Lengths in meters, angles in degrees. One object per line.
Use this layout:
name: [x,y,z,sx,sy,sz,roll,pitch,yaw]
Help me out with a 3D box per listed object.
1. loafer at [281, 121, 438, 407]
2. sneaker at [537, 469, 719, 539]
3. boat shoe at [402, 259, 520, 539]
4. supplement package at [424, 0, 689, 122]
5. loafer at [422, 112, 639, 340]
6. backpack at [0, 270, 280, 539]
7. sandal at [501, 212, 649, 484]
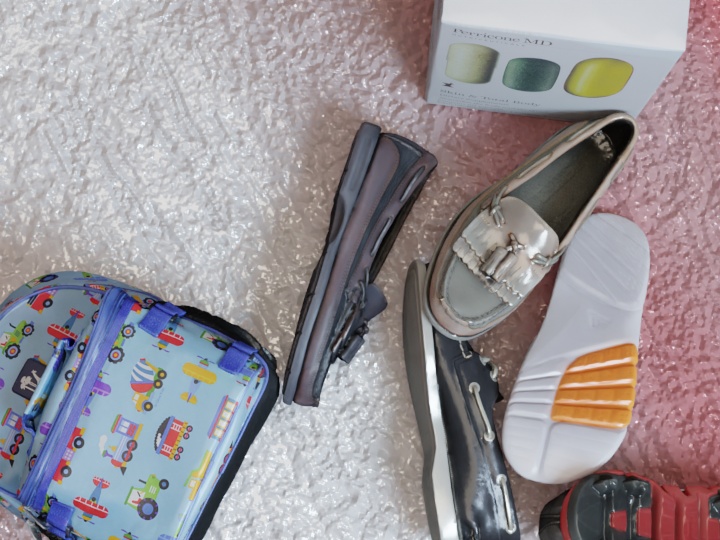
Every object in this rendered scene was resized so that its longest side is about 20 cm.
loafer: [0.000,0.000,1.075,0.062,0.072,0.202,17,79,-3]
sneaker: [0.204,0.179,1.053,0.199,0.098,0.071,13,71,-22]
boat shoe: [0.067,0.091,1.060,0.060,0.074,0.202,-6,79,-8]
supplement package: [0.126,-0.195,1.035,0.150,0.200,0.152,7,82,1]
loafer: [0.114,-0.038,1.051,0.072,0.063,0.200,45,62,-3]
backpack: [-0.172,0.089,1.029,0.199,0.135,0.184,28,82,6]
sandal: [0.152,0.059,1.076,0.079,0.059,0.208,17,61,8]
